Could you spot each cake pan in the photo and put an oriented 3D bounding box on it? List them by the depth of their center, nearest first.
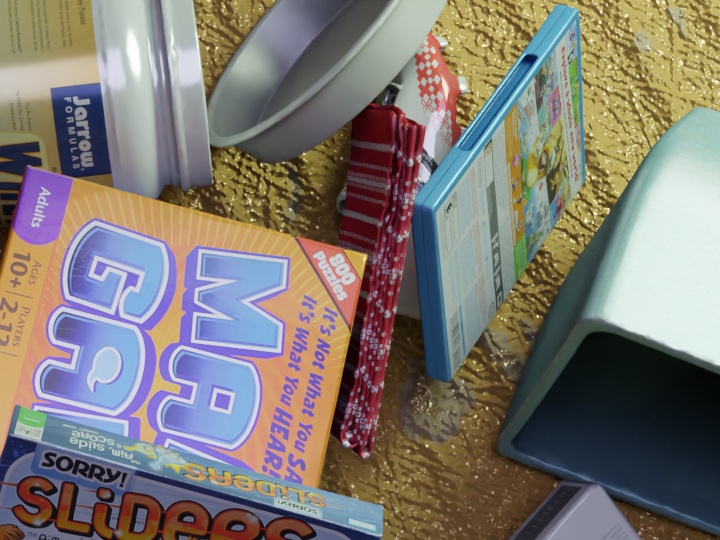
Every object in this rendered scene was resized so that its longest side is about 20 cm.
[{"bbox_3d":[-0.017,-0.143,1.593,0.037,0.200,0.201,43,67,-21],"label":"cake pan"}]

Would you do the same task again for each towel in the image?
[{"bbox_3d":[0.000,0.000,1.530,0.022,0.145,0.202,8,95,-11],"label":"towel"}]

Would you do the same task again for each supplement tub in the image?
[{"bbox_3d":[-0.191,-0.100,1.526,0.198,0.145,0.146,-7,73,-4],"label":"supplement tub"}]

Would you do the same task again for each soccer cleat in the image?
[{"bbox_3d":[0.023,-0.067,1.633,0.085,0.069,0.202,-1,77,-21],"label":"soccer cleat"}]

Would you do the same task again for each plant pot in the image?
[{"bbox_3d":[0.218,0.022,1.585,0.194,0.197,0.201,20,60,-4],"label":"plant pot"}]

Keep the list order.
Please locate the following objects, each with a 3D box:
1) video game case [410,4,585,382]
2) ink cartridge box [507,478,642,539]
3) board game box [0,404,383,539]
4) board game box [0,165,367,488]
[{"bbox_3d":[0.087,-0.048,1.578,0.018,0.144,0.200,17,48,24],"label":"video game case"},{"bbox_3d":[0.120,0.257,1.561,0.200,0.043,0.174,-45,110,-21],"label":"ink cartridge box"},{"bbox_3d":[-0.101,0.160,1.342,0.198,0.035,0.136,15,113,-7],"label":"board game box"},{"bbox_3d":[-0.127,0.088,1.481,0.198,0.200,0.201,14,69,-6],"label":"board game box"}]
